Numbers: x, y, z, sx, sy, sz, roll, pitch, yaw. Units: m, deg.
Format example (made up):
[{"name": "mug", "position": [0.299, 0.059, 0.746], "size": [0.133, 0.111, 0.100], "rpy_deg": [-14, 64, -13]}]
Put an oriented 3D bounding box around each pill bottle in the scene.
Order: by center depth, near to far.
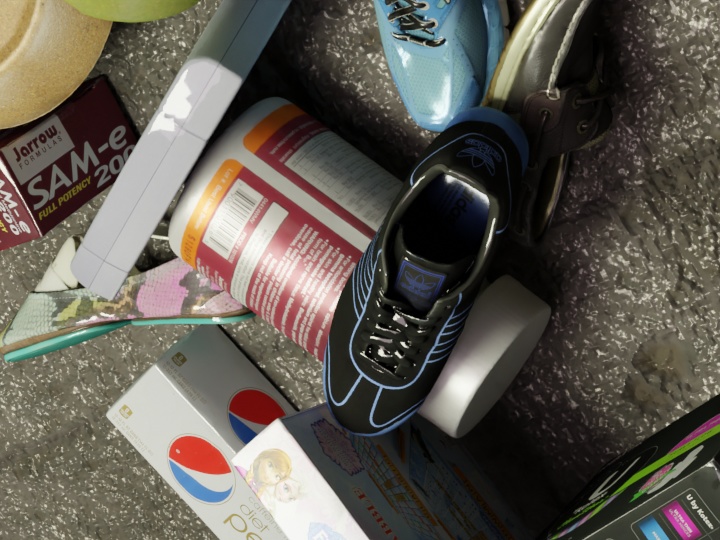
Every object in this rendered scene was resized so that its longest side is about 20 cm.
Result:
[{"name": "pill bottle", "position": [0.000, 0.000, 1.554], "size": [0.200, 0.110, 0.110], "rpy_deg": [36, 133, 12]}]

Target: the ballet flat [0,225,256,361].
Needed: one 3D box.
[{"name": "ballet flat", "position": [-0.146, 0.008, 1.703], "size": [0.200, 0.069, 0.071], "rpy_deg": [-11, 93, 36]}]

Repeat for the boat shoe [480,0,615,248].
[{"name": "boat shoe", "position": [0.102, -0.090, 1.455], "size": [0.066, 0.072, 0.201], "rpy_deg": [32, 137, 8]}]

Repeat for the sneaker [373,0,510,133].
[{"name": "sneaker", "position": [0.017, -0.161, 1.452], "size": [0.078, 0.090, 0.200], "rpy_deg": [3, 119, 34]}]

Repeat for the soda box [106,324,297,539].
[{"name": "soda box", "position": [-0.058, 0.130, 1.711], "size": [0.200, 0.064, 0.068], "rpy_deg": [47, 133, 1]}]

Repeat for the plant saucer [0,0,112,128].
[{"name": "plant saucer", "position": [-0.233, -0.176, 1.583], "size": [0.200, 0.035, 0.201], "rpy_deg": [6, 105, 23]}]

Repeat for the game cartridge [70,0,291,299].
[{"name": "game cartridge", "position": [-0.101, -0.078, 1.561], "size": [0.040, 0.133, 0.200], "rpy_deg": [28, 133, -7]}]

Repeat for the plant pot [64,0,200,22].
[{"name": "plant pot", "position": [-0.113, -0.234, 1.450], "size": [0.200, 0.200, 0.184], "rpy_deg": [37, 144, 11]}]

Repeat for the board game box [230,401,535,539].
[{"name": "board game box", "position": [0.038, 0.157, 1.547], "size": [0.041, 0.199, 0.200], "rpy_deg": [-41, 79, 20]}]

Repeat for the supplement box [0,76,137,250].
[{"name": "supplement box", "position": [-0.239, -0.047, 1.698], "size": [0.200, 0.109, 0.061], "rpy_deg": [-17, 107, 42]}]

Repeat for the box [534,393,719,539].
[{"name": "box", "position": [0.193, 0.148, 1.481], "size": [0.124, 0.149, 0.200], "rpy_deg": [50, 134, -1]}]

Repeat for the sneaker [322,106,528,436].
[{"name": "sneaker", "position": [0.025, 0.010, 1.440], "size": [0.070, 0.078, 0.200], "rpy_deg": [25, 116, 5]}]
